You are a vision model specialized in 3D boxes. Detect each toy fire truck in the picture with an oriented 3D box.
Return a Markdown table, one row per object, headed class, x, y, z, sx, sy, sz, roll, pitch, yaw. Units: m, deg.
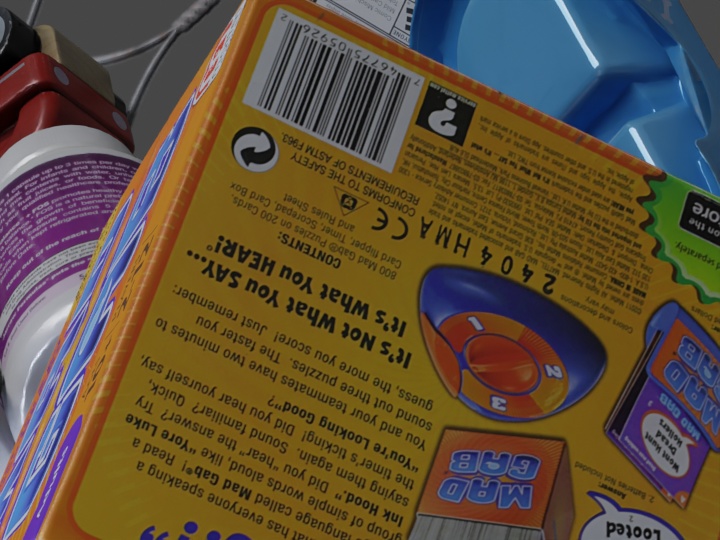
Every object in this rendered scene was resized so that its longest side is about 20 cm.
| class | x | y | z | sx | sy | sz | roll | pitch | yaw |
| --- | --- | --- | --- | --- | --- | --- | --- | --- | --- |
| toy fire truck | -0.209 | -0.021 | 1.521 | 0.176 | 0.129 | 0.201 | -35 | 43 | 19 |

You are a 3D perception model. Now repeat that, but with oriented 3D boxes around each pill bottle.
| class | x | y | z | sx | sy | sz | roll | pitch | yaw |
| --- | --- | --- | --- | --- | --- | --- | --- | --- | --- |
| pill bottle | -0.122 | 0.011 | 1.363 | 0.112 | 0.112 | 0.200 | -41 | 31 | 9 |

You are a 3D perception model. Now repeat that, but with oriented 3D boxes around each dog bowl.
| class | x | y | z | sx | sy | sz | roll | pitch | yaw |
| --- | --- | --- | --- | --- | --- | --- | --- | --- | --- |
| dog bowl | 0.091 | -0.045 | 1.086 | 0.112 | 0.049 | 0.201 | -49 | 58 | 40 |

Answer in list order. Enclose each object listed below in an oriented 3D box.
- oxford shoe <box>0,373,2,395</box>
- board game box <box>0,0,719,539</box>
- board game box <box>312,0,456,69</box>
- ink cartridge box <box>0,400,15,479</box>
| class | x | y | z | sx | sy | sz | roll | pitch | yaw |
| --- | --- | --- | --- | --- | --- | --- | --- | --- | --- |
| oxford shoe | -0.196 | 0.114 | 1.223 | 0.200 | 0.072 | 0.085 | -69 | -1 | -60 |
| board game box | -0.004 | 0.071 | 0.942 | 0.200 | 0.199 | 0.201 | -50 | 18 | 59 |
| board game box | 0.000 | 0.000 | 1.152 | 0.201 | 0.159 | 0.097 | -65 | 10 | -31 |
| ink cartridge box | -0.201 | 0.101 | 1.352 | 0.117 | 0.067 | 0.200 | -41 | 63 | 9 |
